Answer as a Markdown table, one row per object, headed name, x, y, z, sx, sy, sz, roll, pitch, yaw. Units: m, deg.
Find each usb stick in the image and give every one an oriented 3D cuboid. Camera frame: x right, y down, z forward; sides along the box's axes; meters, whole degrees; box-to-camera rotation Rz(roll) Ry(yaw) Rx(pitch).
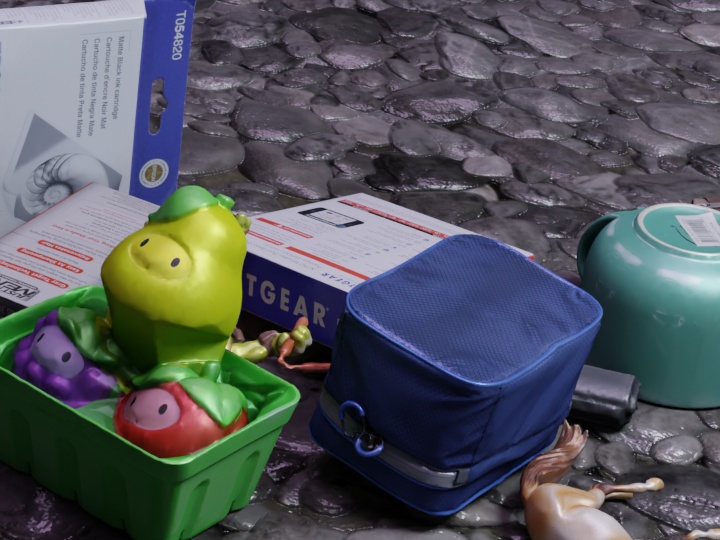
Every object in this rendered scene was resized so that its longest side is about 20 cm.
| name | x | y | z | sx | sy | sz | roll | pitch | yaw |
| --- | --- | --- | --- | --- | --- | --- | --- | --- | --- |
| usb stick | 0.109 | 0.075 | 1.719 | 0.199 | 0.033 | 0.056 | 13 | 29 | 10 |

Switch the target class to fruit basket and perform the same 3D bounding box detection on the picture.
| name | x | y | z | sx | sy | sz | roll | pitch | yaw |
| --- | --- | --- | --- | --- | --- | --- | --- | --- | --- |
| fruit basket | -0.143 | 0.051 | 1.520 | 0.215 | 0.217 | 0.155 | 26 | 32 | 30 |

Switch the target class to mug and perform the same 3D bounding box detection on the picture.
| name | x | y | z | sx | sy | sz | roll | pitch | yaw |
| --- | --- | --- | --- | --- | --- | --- | --- | --- | --- |
| mug | 0.231 | 0.012 | 1.780 | 0.184 | 0.115 | 0.152 | 21 | 31 | 23 |

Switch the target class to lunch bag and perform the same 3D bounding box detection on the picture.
| name | x | y | z | sx | sy | sz | roll | pitch | yaw |
| --- | --- | --- | --- | --- | --- | --- | --- | --- | --- |
| lunch bag | 0.060 | 0.080 | 1.592 | 0.136 | 0.133 | 0.200 | 32 | 36 | 27 |

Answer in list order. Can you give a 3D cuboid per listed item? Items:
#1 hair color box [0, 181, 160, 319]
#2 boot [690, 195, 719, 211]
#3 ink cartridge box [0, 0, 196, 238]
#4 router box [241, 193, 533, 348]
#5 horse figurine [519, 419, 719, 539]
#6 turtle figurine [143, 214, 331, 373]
| name | x | y | z | sx | sy | sz | roll | pitch | yaw |
| --- | --- | --- | --- | --- | --- | --- | --- | --- | --- |
| hair color box | -0.215 | 0.006 | 1.732 | 0.101 | 0.062 | 0.200 | 20 | 29 | 21 |
| boot | 0.327 | -0.003 | 1.900 | 0.145 | 0.071 | 0.200 | 7 | 26 | 12 |
| ink cartridge box | -0.221 | -0.113 | 1.807 | 0.199 | 0.200 | 0.041 | -9 | 35 | -25 |
| router box | 0.000 | 0.000 | 1.769 | 0.179 | 0.049 | 0.200 | -14 | 25 | -40 |
| horse figurine | 0.166 | 0.174 | 1.533 | 0.132 | 0.050 | 0.200 | -6 | 32 | -35 |
| turtle figurine | -0.103 | 0.038 | 1.674 | 0.199 | 0.064 | 0.162 | -8 | 60 | 2 |
